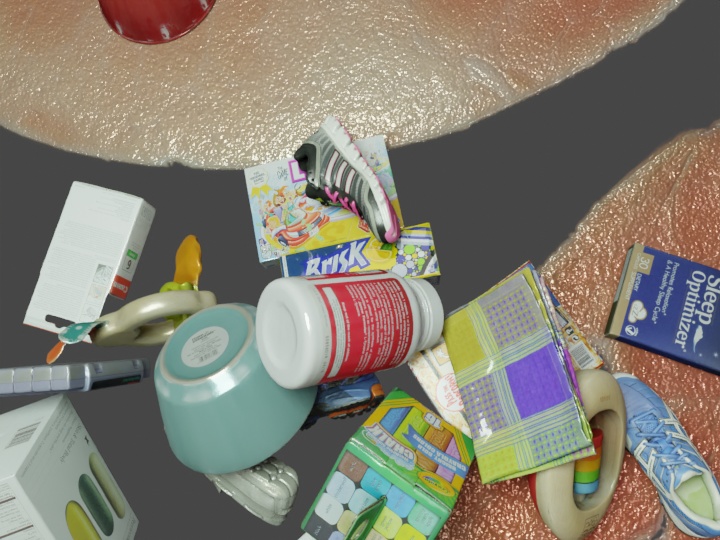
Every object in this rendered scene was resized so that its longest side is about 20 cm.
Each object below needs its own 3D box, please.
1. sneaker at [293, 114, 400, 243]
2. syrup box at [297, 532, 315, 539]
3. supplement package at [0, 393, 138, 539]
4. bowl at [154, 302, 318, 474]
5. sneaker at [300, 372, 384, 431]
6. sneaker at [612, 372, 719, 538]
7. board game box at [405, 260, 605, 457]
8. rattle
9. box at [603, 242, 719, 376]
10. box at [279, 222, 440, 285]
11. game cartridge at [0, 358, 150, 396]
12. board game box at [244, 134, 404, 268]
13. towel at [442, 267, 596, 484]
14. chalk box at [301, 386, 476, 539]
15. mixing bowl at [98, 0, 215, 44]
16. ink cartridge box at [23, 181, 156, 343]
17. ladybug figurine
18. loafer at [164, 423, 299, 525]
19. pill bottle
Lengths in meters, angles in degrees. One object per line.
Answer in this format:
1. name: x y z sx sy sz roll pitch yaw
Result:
1. sneaker: -0.022 -0.101 0.791 0.087 0.074 0.202 -33 64 2
2. syrup box: -0.064 0.366 0.706 0.199 0.082 0.079 -40 48 -5
3. supplement package: -0.369 0.278 0.692 0.148 0.152 0.203 -19 111 1
4. bowl: -0.155 0.116 0.726 0.197 0.106 0.203 -12 41 10
5. sneaker: -0.071 0.152 0.783 0.196 0.076 0.080 -13 63 -3
6. sneaker: 0.350 0.205 0.715 0.075 0.077 0.202 -32 74 -1
7. board game box: 0.170 0.109 0.772 0.198 0.046 0.153 -33 76 -2
8. rattle: -0.283 0.026 0.773 0.196 0.130 0.146 -7 84 -26
9. box: 0.413 0.056 0.768 0.196 0.032 0.123 20 79 9
10. box: 0.000 0.000 0.808 0.196 0.064 0.072 -12 75 2
11. game cartridge: -0.345 0.125 0.744 0.127 0.200 0.039 0 84 6
12. board game box: -0.049 -0.093 0.850 0.196 0.034 0.137 -14 75 3
13. towel: 0.161 0.114 0.684 0.143 0.023 0.204 -31 59 35
14. chalk box: 0.030 0.236 0.662 0.123 0.200 0.126 32 110 12
15. mixing bowl: -0.317 -0.454 0.928 0.195 0.109 0.205 -1 77 5
16. ink cartridge box: -0.366 -0.010 0.857 0.107 0.050 0.204 14 79 9
17. ladybug figurine: 0.236 0.204 0.705 0.134 0.071 0.205 -3 102 -35
18. loafer: -0.165 0.237 0.766 0.198 0.070 0.071 28 110 24
19. pill bottle: -0.006 0.058 0.690 0.197 0.112 0.114 -5 71 -39
